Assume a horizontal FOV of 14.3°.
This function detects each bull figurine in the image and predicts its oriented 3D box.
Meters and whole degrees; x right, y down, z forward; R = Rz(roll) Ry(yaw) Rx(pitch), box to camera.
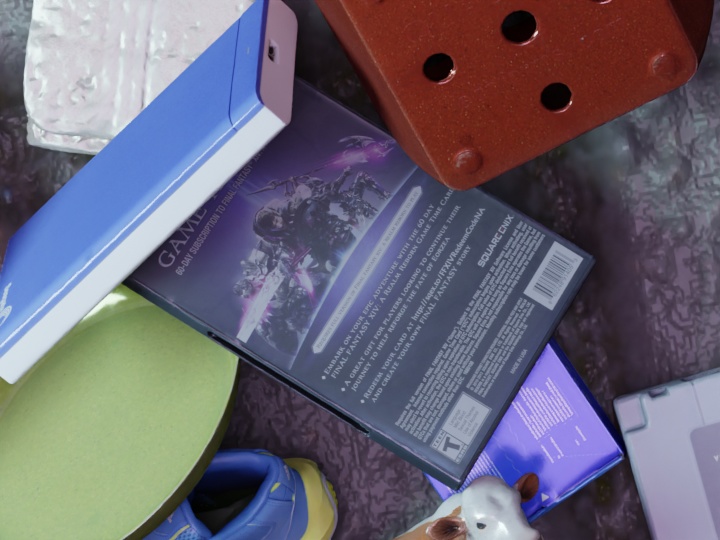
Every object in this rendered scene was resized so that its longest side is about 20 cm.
[{"bbox_3d":[0.038,0.178,1.472,0.199,0.065,0.122,-24,89,43],"label":"bull figurine"}]

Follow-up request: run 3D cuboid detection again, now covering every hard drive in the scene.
[{"bbox_3d":[-0.110,-0.043,1.445,0.025,0.132,0.200,40,112,-19],"label":"hard drive"}]

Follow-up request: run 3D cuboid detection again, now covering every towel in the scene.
[{"bbox_3d":[-0.106,-0.155,1.518,0.132,0.034,0.201,9,95,5],"label":"towel"}]

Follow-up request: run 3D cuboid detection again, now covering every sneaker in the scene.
[{"bbox_3d":[-0.113,0.142,1.495,0.199,0.105,0.076,-28,63,2],"label":"sneaker"}]

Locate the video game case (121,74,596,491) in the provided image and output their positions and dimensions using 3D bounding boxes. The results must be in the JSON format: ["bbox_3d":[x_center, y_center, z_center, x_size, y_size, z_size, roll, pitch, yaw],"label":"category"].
[{"bbox_3d":[0.000,0.000,1.446,0.199,0.019,0.143,31,68,5],"label":"video game case"}]

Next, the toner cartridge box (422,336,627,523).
[{"bbox_3d":[0.046,0.039,1.503,0.095,0.043,0.201,-34,88,9],"label":"toner cartridge box"}]

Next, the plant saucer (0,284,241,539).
[{"bbox_3d":[-0.138,0.080,1.483,0.199,0.200,0.031,-35,130,8],"label":"plant saucer"}]

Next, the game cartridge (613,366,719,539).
[{"bbox_3d":[0.242,0.102,1.477,0.199,0.042,0.134,-16,95,3],"label":"game cartridge"}]

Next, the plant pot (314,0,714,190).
[{"bbox_3d":[0.063,-0.156,1.383,0.199,0.177,0.201,-26,123,9],"label":"plant pot"}]
